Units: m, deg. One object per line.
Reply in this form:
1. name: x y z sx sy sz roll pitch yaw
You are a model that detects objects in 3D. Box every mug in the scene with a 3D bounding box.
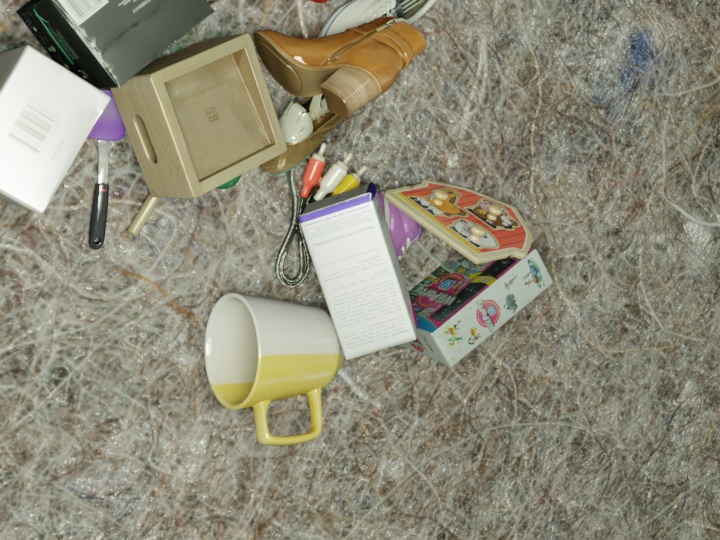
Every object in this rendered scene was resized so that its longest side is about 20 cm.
1. mug: -0.109 0.122 1.545 0.153 0.149 0.187 1 102 -36

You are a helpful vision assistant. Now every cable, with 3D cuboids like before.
1. cable: -0.075 -0.078 1.575 0.097 0.050 0.200 27 86 -15

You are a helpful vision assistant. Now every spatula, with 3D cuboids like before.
1. spatula: -0.324 -0.125 1.458 0.056 0.021 0.201 3 97 -29

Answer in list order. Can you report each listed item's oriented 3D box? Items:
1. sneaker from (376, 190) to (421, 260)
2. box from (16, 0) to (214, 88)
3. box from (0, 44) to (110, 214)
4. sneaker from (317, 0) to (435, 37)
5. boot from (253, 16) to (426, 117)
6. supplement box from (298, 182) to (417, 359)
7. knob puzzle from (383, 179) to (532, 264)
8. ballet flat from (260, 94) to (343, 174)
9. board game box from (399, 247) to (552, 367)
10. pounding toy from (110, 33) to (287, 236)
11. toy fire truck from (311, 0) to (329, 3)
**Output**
1. sneaker: 0.041 -0.012 1.635 0.114 0.073 0.201 -8 101 -29
2. box: -0.289 -0.300 1.349 0.149 0.200 0.124 -42 112 -15
3. box: -0.387 -0.159 1.319 0.106 0.200 0.153 32 83 -26
4. sneaker: 0.023 -0.345 1.576 0.200 0.071 0.073 -43 114 -16
5. boot: -0.028 -0.291 1.507 0.155 0.200 0.077 -43 143 -22
6. supplement box: 0.000 0.000 1.527 0.103 0.101 0.200 -18 100 7
7. knob puzzle: 0.160 -0.081 1.625 0.219 0.220 0.031 6 121 -28
8. ballet flat: -0.060 -0.210 1.547 0.200 0.068 0.072 -39 156 -18
9. board game box: 0.149 0.040 1.653 0.200 0.147 0.064 -39 114 -18
10. pounding toy: -0.216 -0.167 1.459 0.184 0.142 0.200 -32 114 -35
11. toy fire truck: -0.118 -0.403 1.507 0.200 0.049 0.141 42 78 -26
